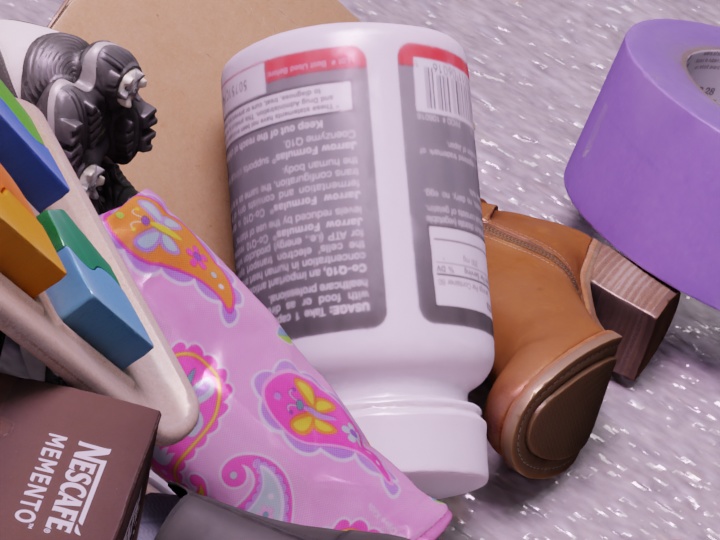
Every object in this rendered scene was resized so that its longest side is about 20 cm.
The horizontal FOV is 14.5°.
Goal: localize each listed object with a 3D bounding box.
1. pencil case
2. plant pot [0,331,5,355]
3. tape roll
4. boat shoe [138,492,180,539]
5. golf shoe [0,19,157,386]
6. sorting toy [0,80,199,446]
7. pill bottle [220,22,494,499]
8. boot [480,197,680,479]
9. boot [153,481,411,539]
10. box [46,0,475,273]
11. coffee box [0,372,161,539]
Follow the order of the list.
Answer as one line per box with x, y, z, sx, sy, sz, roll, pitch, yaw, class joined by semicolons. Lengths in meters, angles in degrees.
-0.054;0.061;1.161;0.200;0.087;0.087;47;39;1;pencil case
-0.245;0.039;1.143;0.199;0.200;0.177;23;24;14;plant pot
0.212;-0.047;1.465;0.200;0.085;0.200;19;23;-8;tape roll
-0.109;0.134;1.149;0.200;0.062;0.072;7;47;-42;boat shoe
-0.139;-0.028;1.255;0.088;0.200;0.077;24;44;22;golf shoe
-0.140;-0.039;1.030;0.185;0.036;0.200;59;11;31;sorting toy
0.000;0.000;1.263;0.114;0.114;0.201;0;76;-19;pill bottle
0.055;0.018;1.362;0.155;0.077;0.200;25;33;14;boot
-0.043;0.185;1.050;0.138;0.077;0.200;15;70;26;boot
-0.056;-0.073;1.333;0.200;0.021;0.164;41;59;-15;box
-0.133;0.148;1.001;0.080;0.200;0.113;14;34;2;coffee box
